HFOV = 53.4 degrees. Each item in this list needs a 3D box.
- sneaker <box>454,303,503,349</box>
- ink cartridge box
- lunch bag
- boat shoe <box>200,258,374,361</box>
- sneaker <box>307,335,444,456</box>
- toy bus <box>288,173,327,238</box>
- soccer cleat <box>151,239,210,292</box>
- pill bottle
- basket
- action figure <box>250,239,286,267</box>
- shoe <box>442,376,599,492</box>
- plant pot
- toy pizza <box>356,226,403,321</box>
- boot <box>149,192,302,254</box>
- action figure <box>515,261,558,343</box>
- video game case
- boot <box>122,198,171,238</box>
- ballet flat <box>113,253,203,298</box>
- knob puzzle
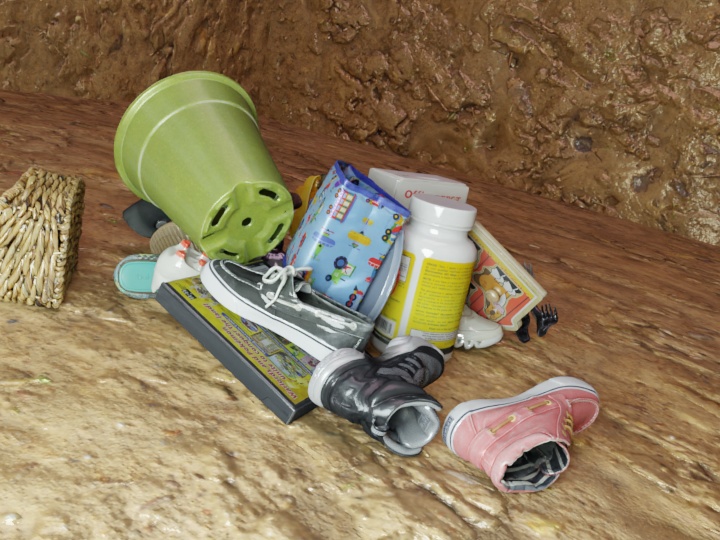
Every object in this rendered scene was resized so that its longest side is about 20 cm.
[{"bbox_3d":[0.108,0.053,1.014,0.198,0.082,0.075,18,15,14],"label":"sneaker"},{"bbox_3d":[0.073,-0.050,1.120,0.145,0.202,0.083,1,19,-35],"label":"ink cartridge box"},{"bbox_3d":[-0.041,-0.054,0.893,0.093,0.151,0.200,24,13,-24],"label":"lunch bag"},{"bbox_3d":[-0.077,0.029,0.759,0.198,0.069,0.073,31,21,16],"label":"boat shoe"},{"bbox_3d":[0.047,0.128,0.727,0.114,0.076,0.199,35,22,35],"label":"sneaker"},{"bbox_3d":[-0.066,-0.093,1.263,0.199,0.137,0.191,18,1,-42],"label":"toy bus"},{"bbox_3d":[-0.165,0.037,0.897,0.199,0.078,0.069,30,24,-9],"label":"soccer cleat"},{"bbox_3d":[0.085,0.010,0.916,0.111,0.202,0.113,12,15,-3],"label":"pill bottle"},{"bbox_3d":[-0.423,-0.056,0.873,0.147,0.144,0.200,8,16,-17],"label":"basket"},{"bbox_3d":[-0.140,-0.020,1.116,0.129,0.070,0.200,15,18,-18],"label":"action figure"},{"bbox_3d":[0.184,0.164,0.708,0.198,0.072,0.091,-4,23,-30],"label":"shoe"},{"bbox_3d":[-0.178,-0.110,0.886,0.199,0.201,0.190,-1,40,-40],"label":"plant pot"},{"bbox_3d":[0.000,0.000,0.907,0.032,0.202,0.200,20,10,-29],"label":"toy pizza"},{"bbox_3d":[-0.203,-0.065,1.093,0.198,0.073,0.166,-12,12,29],"label":"boot"},{"bbox_3d":[0.225,0.033,1.134,0.118,0.103,0.200,-8,24,-22],"label":"action figure"},{"bbox_3d":[-0.097,0.068,0.791,0.200,0.026,0.180,40,24,17],"label":"video game case"},{"bbox_3d":[-0.271,-0.127,1.059,0.165,0.199,0.066,42,28,-54],"label":"boot"},{"bbox_3d":[-0.222,0.010,0.949,0.198,0.075,0.074,10,15,-21],"label":"ballet flat"},{"bbox_3d":[0.149,0.014,1.008,0.030,0.221,0.219,-39,43,-25],"label":"knob puzzle"}]
